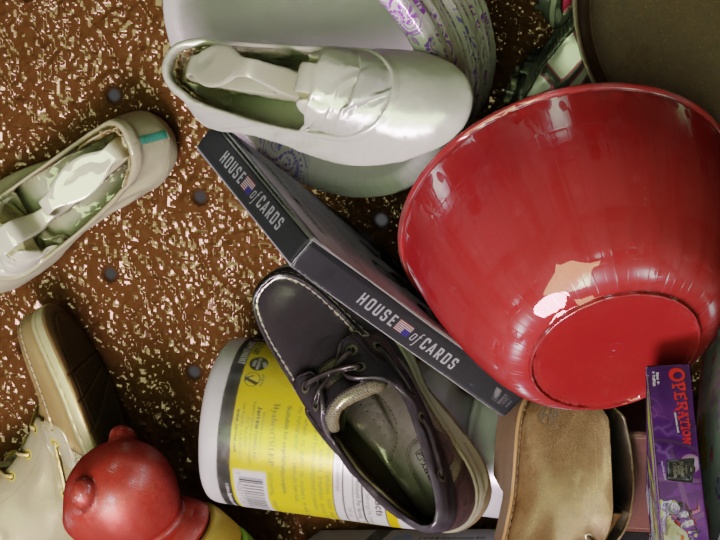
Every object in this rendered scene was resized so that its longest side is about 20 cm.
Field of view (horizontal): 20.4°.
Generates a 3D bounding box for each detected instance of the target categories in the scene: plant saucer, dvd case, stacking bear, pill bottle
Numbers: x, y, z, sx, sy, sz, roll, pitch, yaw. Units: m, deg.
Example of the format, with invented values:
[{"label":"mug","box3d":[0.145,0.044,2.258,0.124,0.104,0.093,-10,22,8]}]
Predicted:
[{"label":"plant saucer","box3d":[0.214,-0.151,1.167,0.199,0.034,0.201,0,89,-12]},{"label":"dvd case","box3d":[0.000,0.000,1.201,0.025,0.150,0.200,-49,129,7]},{"label":"stacking bear","box3d":[-0.123,0.197,1.321,0.113,0.122,0.200,-14,119,41]},{"label":"pill bottle","box3d":[0.004,0.108,1.301,0.199,0.111,0.112,7,109,11]}]

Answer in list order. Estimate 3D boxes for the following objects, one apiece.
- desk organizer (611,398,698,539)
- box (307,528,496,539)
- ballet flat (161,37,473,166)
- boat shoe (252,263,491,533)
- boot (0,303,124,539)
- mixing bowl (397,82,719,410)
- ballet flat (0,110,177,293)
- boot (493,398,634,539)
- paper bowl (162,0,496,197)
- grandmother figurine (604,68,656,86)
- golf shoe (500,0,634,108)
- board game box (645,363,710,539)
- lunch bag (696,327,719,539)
[{"label":"desk organizer","box3d":[0.192,0.183,1.291,0.077,0.072,0.201,3,108,2]},{"label":"box","box3d":[0.064,0.250,1.344,0.199,0.041,0.156,-5,106,31]},{"label":"ballet flat","box3d":[-0.033,-0.100,1.123,0.200,0.069,0.070,10,111,37]},{"label":"boat shoe","box3d":[0.001,0.076,1.211,0.072,0.065,0.200,-40,77,16]},{"label":"boot","box3d":[-0.238,0.132,1.388,0.155,0.073,0.201,-15,109,14]},{"label":"mixing bowl","box3d":[0.126,0.006,1.109,0.199,0.109,0.200,-7,138,-6]},{"label":"ballet flat","box3d":[-0.210,-0.042,1.332,0.200,0.069,0.070,-35,96,21]},{"label":"boot","box3d":[0.124,0.172,1.221,0.075,0.074,0.201,1,89,29]},{"label":"paper bowl","box3d":[-0.011,-0.151,1.202,0.200,0.104,0.201,21,139,20]},{"label":"grandmother figurine","box3d":[0.156,-0.061,1.196,0.199,0.061,0.122,-7,112,-18]},{"label":"golf shoe","box3d":[0.134,-0.115,1.219,0.088,0.077,0.201,19,111,1]},{"label":"board game box","box3d":[0.177,0.145,1.125,0.032,0.200,0.120,-1,65,8]},{"label":"lunch bag","box3d":[0.251,0.118,1.137,0.127,0.170,0.201,7,111,4]}]
